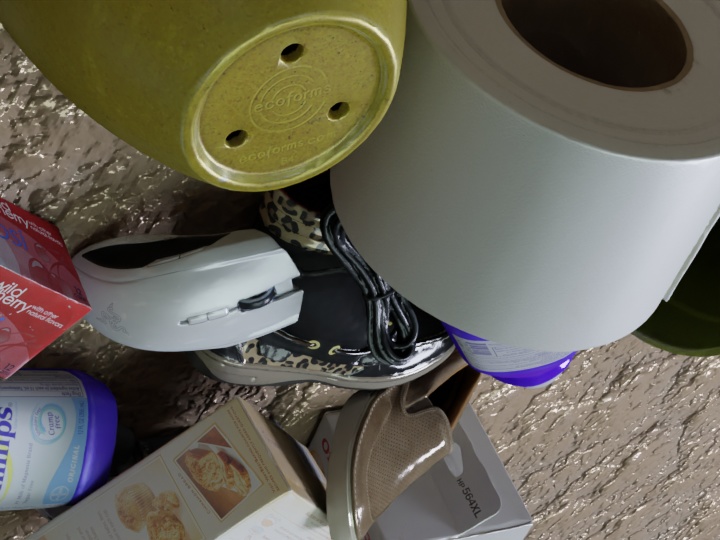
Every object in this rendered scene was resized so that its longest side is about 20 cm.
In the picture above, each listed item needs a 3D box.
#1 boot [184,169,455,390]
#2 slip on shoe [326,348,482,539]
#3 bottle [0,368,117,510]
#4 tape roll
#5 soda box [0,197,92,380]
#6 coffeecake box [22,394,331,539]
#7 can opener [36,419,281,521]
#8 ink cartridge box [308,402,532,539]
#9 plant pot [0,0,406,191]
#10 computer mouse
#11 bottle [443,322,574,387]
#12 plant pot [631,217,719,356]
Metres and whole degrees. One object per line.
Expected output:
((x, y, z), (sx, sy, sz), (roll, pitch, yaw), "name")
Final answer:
((0.000, 0.000, 0.973), (0.199, 0.073, 0.151), (1, 136, -30), "boot")
((0.030, 0.108, 1.038), (0.060, 0.200, 0.076), (4, 115, 18), "slip on shoe")
((-0.240, 0.098, 0.909), (0.200, 0.065, 0.084), (4, 101, -39), "bottle")
((0.097, -0.077, 0.825), (0.202, 0.203, 0.139), (-8, 140, -29), "tape roll")
((-0.228, -0.014, 0.785), (0.070, 0.064, 0.200), (-38, 146, 13), "soda box")
((-0.120, 0.179, 0.996), (0.200, 0.073, 0.154), (-34, 157, 2), "coffeecake box")
((-0.130, 0.129, 1.055), (0.199, 0.053, 0.067), (-1, 136, -36), "can opener")
((0.026, 0.190, 1.184), (0.125, 0.129, 0.200), (-7, 140, -29), "ink cartridge box")
((-0.057, -0.120, 0.706), (0.199, 0.142, 0.200), (-21, 146, -15), "plant pot")
((-0.071, 0.016, 0.888), (0.199, 0.044, 0.110), (-6, 128, 8), "computer mouse")
((0.098, 0.029, 0.976), (0.083, 0.066, 0.200), (-11, 162, 9), "bottle")
((0.247, -0.074, 0.975), (0.193, 0.200, 0.201), (-23, 148, -33), "plant pot")
